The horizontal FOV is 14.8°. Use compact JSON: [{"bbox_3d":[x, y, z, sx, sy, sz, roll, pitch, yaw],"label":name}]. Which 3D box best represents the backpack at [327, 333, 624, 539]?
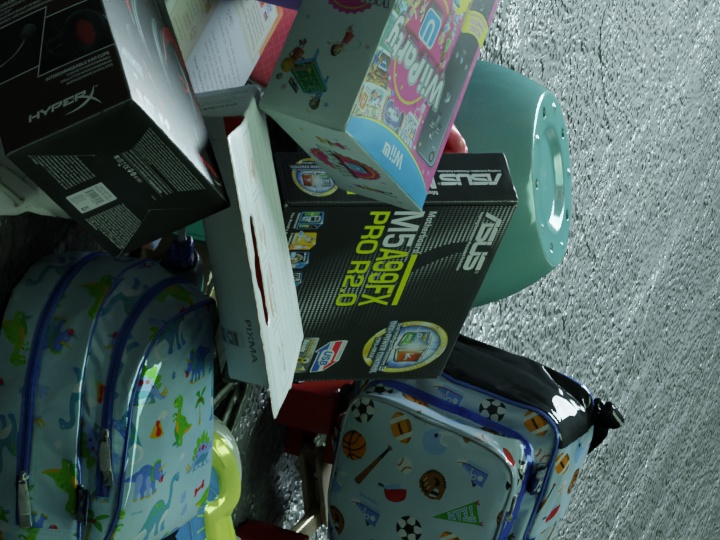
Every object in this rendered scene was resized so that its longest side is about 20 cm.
[{"bbox_3d":[0.064,0.153,2.009,0.154,0.199,0.191,-33,141,-51],"label":"backpack"}]

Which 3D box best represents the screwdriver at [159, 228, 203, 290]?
[{"bbox_3d":[-0.106,-0.024,1.650,0.200,0.028,0.029,99,-13,-65],"label":"screwdriver"}]

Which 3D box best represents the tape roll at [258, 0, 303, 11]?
[{"bbox_3d":[-0.021,-0.255,1.663,0.200,0.065,0.201,-47,145,-48],"label":"tape roll"}]

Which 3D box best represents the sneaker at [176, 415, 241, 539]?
[{"bbox_3d":[-0.127,0.189,1.848,0.105,0.076,0.201,-38,135,-37],"label":"sneaker"}]

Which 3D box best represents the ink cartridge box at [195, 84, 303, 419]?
[{"bbox_3d":[-0.071,-0.012,1.576,0.200,0.047,0.161,-74,156,-78],"label":"ink cartridge box"}]

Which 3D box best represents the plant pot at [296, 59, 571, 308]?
[{"bbox_3d":[0.060,-0.061,1.969,0.200,0.160,0.202,-1,90,-73],"label":"plant pot"}]

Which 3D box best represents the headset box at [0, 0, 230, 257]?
[{"bbox_3d":[-0.151,-0.130,1.465,0.149,0.075,0.201,50,19,-62],"label":"headset box"}]

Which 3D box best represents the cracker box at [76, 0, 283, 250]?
[{"bbox_3d":[-0.120,-0.132,1.671,0.134,0.057,0.201,76,33,-52],"label":"cracker box"}]

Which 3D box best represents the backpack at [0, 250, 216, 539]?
[{"bbox_3d":[-0.154,0.087,1.631,0.163,0.153,0.201,-15,98,-62],"label":"backpack"}]

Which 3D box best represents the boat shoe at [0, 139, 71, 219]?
[{"bbox_3d":[-0.204,-0.062,1.508,0.070,0.071,0.200,-46,159,-3],"label":"boat shoe"}]

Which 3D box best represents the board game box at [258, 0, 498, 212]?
[{"bbox_3d":[0.024,-0.155,1.670,0.201,0.064,0.148,-68,156,-10],"label":"board game box"}]

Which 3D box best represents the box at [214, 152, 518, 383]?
[{"bbox_3d":[0.000,0.000,1.841,0.200,0.159,0.044,113,-29,-49],"label":"box"}]

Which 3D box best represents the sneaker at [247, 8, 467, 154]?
[{"bbox_3d":[-0.006,-0.126,1.808,0.200,0.087,0.074,33,86,-23],"label":"sneaker"}]

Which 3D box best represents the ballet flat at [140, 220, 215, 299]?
[{"bbox_3d":[-0.112,-0.013,1.778,0.065,0.070,0.201,137,-27,-80],"label":"ballet flat"}]

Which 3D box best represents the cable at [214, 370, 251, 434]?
[{"bbox_3d":[-0.065,0.062,1.933,0.200,0.050,0.098,-51,149,-52],"label":"cable"}]

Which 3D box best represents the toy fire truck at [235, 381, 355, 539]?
[{"bbox_3d":[-0.030,0.145,2.076,0.200,0.049,0.142,-21,122,-66],"label":"toy fire truck"}]
